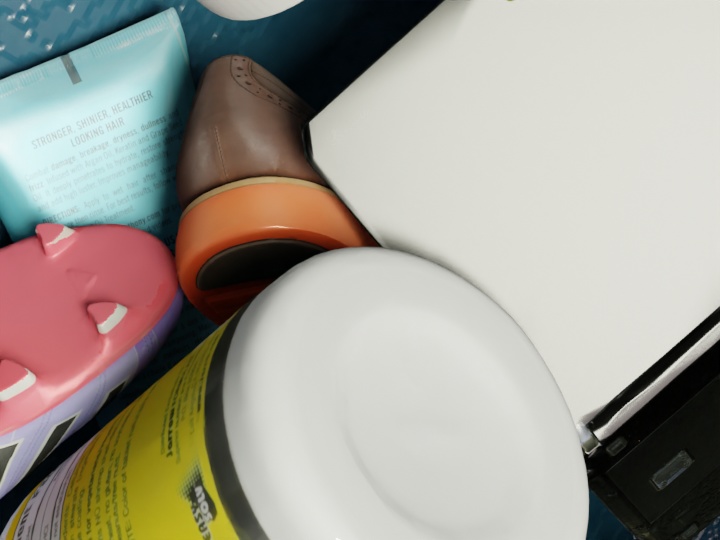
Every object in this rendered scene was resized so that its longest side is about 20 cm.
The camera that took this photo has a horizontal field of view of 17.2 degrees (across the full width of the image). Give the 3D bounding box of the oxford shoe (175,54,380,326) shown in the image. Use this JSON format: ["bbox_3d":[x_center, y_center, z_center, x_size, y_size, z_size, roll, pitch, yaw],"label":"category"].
[{"bbox_3d":[0.000,0.000,0.756,0.071,0.073,0.200,-15,151,13],"label":"oxford shoe"}]

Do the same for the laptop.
[{"bbox_3d":[0.106,-0.027,0.721,0.177,0.103,0.200,-41,152,2],"label":"laptop"}]

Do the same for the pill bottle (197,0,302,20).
[{"bbox_3d":[-0.078,-0.160,0.634,0.200,0.109,0.110,38,87,-35],"label":"pill bottle"}]

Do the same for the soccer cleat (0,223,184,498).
[{"bbox_3d":[-0.133,0.060,0.711,0.199,0.067,0.077,-37,143,-5],"label":"soccer cleat"}]

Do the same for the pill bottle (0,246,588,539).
[{"bbox_3d":[-0.036,0.087,0.678,0.112,0.113,0.200,13,144,-33],"label":"pill bottle"}]

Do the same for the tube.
[{"bbox_3d":[-0.062,0.024,0.756,0.077,0.050,0.201,-27,115,-21],"label":"tube"}]
